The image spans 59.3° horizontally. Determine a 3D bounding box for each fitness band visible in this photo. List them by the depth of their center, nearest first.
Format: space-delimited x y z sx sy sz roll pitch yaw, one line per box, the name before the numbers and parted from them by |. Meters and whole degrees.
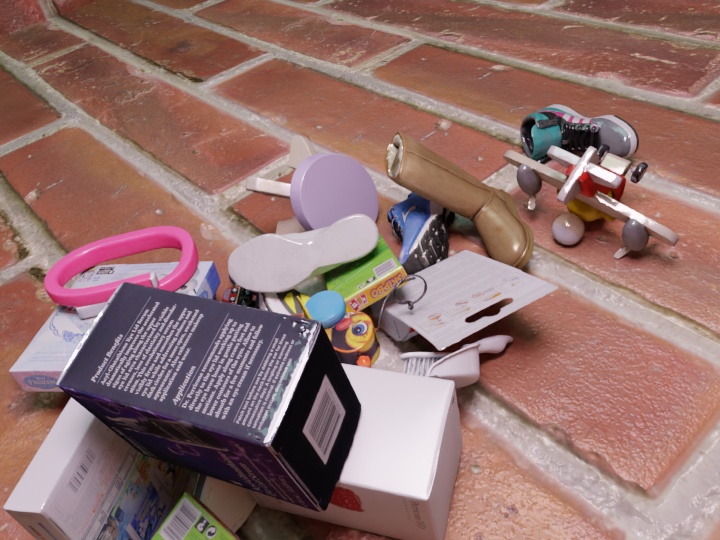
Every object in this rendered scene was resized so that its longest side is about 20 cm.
fitness band | -0.318 -0.004 0.846 0.198 0.038 0.144 -13 37 -4

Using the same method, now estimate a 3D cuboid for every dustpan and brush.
dustpan and brush | 0.105 0.104 0.717 0.199 0.139 0.058 2 69 -32

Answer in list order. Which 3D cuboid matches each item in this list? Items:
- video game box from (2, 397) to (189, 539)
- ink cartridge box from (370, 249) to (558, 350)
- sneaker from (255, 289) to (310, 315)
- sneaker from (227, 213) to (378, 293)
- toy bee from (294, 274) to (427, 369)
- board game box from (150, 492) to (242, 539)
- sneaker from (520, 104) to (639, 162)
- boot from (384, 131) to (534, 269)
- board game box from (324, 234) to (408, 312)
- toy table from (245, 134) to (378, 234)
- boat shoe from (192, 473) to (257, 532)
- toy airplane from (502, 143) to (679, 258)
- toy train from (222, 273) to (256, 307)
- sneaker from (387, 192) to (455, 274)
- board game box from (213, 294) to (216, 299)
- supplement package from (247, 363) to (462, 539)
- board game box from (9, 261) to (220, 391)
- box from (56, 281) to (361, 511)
video game box | -0.233 0.189 0.623 0.046 0.183 0.201 -3 40 16
ink cartridge box | 0.119 0.043 0.764 0.161 0.050 0.200 -25 24 -15
sneaker | -0.079 0.066 0.828 0.084 0.075 0.200 -11 38 -26
sneaker | -0.071 -0.020 0.829 0.198 0.076 0.088 -14 2 2
toy bee | -0.026 0.071 0.671 0.199 0.131 0.109 -33 36 17
board game box | -0.184 0.310 0.554 0.095 0.030 0.200 24 69 35
sneaker | 0.334 -0.215 1.026 0.120 0.084 0.200 -25 34 -22
boot | 0.129 -0.092 0.864 0.199 0.066 0.176 25 30 -22
board game box | 0.000 0.000 0.833 0.095 0.030 0.200 -30 20 2
toy table | -0.071 -0.111 0.947 0.116 0.200 0.185 9 78 34
boat shoe | -0.138 0.192 0.687 0.060 0.072 0.203 -13 43 33
toy airplane | 0.303 -0.097 0.857 0.198 0.142 0.200 17 23 -14
toy train | -0.170 0.044 0.877 0.045 0.034 0.201 -4 35 2
sneaker | 0.082 -0.056 0.926 0.088 0.079 0.200 -7 33 23
board game box | -0.266 0.099 0.841 0.151 0.045 0.201 -16 39 -5
supplement package | -0.009 0.175 0.625 0.198 0.122 0.120 5 49 19
board game box | -0.307 0.068 0.817 0.198 0.044 0.200 -2 38 13
box | -0.118 0.105 0.533 0.198 0.148 0.105 8 55 23
